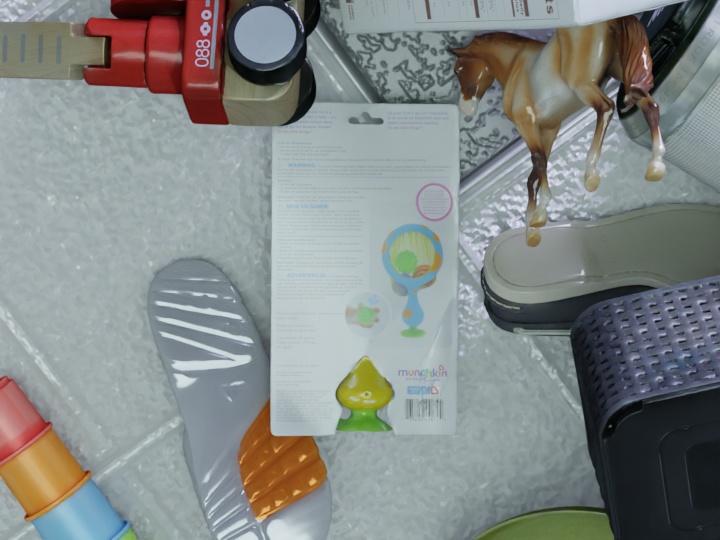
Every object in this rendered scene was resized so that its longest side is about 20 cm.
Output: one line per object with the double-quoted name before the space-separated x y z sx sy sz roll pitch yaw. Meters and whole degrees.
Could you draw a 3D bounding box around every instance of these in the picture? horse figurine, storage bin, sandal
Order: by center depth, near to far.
"storage bin" 0.230 0.080 1.630 0.199 0.094 0.135 -13 128 0
"horse figurine" 0.121 -0.099 1.645 0.050 0.200 0.133 4 72 -27
"sandal" -0.074 0.093 1.752 0.079 0.059 0.207 -17 79 -7

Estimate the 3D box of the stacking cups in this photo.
"stacking cups" -0.173 0.154 1.761 0.060 0.061 0.200 -33 94 4

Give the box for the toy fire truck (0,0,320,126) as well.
"toy fire truck" -0.124 -0.172 1.674 0.199 0.129 0.177 2 75 3

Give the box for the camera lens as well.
"camera lens" 0.263 -0.107 1.671 0.200 0.160 0.160 31 98 -7

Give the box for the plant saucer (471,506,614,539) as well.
"plant saucer" 0.144 0.216 1.753 0.199 0.031 0.200 7 127 10

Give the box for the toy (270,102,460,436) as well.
"toy" 0.000 0.000 1.734 0.115 0.047 0.201 0 87 -10

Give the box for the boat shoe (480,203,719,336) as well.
"boat shoe" 0.171 0.006 1.750 0.199 0.073 0.063 -2 143 -7

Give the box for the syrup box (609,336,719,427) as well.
"syrup box" 0.249 0.072 1.742 0.200 0.079 0.082 -27 99 3

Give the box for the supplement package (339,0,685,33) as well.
"supplement package" 0.088 -0.201 1.616 0.117 0.200 0.118 -16 103 -40
